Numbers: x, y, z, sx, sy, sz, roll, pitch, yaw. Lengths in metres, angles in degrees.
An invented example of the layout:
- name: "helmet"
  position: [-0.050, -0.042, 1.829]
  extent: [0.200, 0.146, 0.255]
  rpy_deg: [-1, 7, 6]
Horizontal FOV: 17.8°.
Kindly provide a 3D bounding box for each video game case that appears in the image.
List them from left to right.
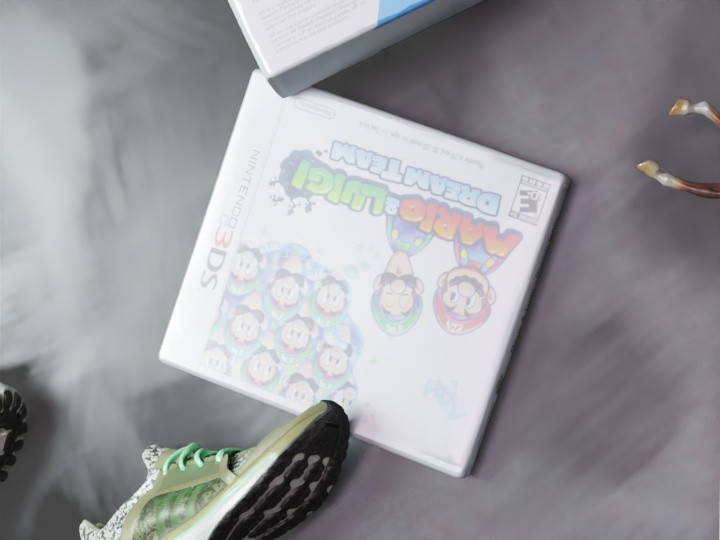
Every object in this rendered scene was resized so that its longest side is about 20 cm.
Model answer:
- name: "video game case"
  position: [0.000, 0.000, 1.323]
  extent: [0.199, 0.024, 0.183]
  rpy_deg: [20, 93, 16]

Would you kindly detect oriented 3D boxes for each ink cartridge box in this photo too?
- name: "ink cartridge box"
  position: [-0.027, -0.221, 1.294]
  extent: [0.144, 0.085, 0.201]
  rpy_deg: [-25, 85, 2]

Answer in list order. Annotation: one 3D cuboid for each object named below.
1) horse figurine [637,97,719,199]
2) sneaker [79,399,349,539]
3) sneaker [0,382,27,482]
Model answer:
- name: "horse figurine"
  position: [0.244, -0.082, 1.239]
  extent: [0.132, 0.050, 0.201]
  rpy_deg: [33, 91, 2]
- name: "sneaker"
  position: [-0.095, 0.126, 1.321]
  extent: [0.200, 0.077, 0.089]
  rpy_deg: [-40, 63, 15]
- name: "sneaker"
  position: [-0.279, 0.147, 1.379]
  extent: [0.089, 0.079, 0.201]
  rpy_deg: [25, 86, 23]
